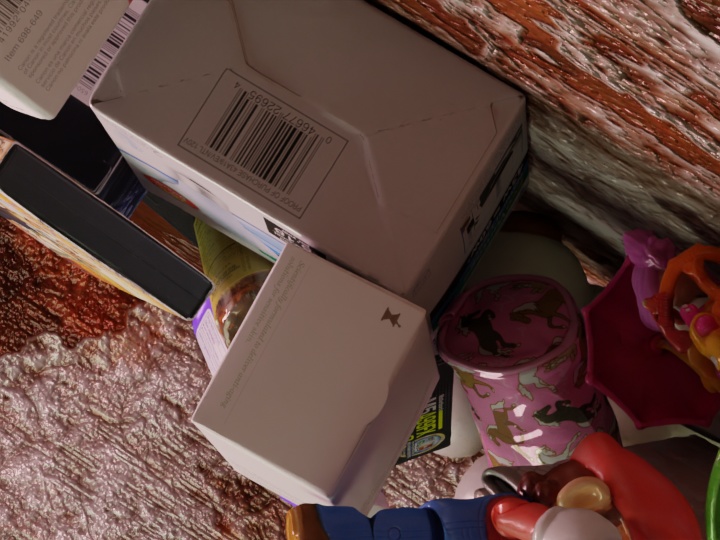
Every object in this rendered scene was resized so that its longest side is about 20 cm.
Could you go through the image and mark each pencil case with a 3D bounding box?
[{"bbox_3d":[0.101,0.092,1.511,0.083,0.086,0.200,-107,-1,-48],"label":"pencil case"}]

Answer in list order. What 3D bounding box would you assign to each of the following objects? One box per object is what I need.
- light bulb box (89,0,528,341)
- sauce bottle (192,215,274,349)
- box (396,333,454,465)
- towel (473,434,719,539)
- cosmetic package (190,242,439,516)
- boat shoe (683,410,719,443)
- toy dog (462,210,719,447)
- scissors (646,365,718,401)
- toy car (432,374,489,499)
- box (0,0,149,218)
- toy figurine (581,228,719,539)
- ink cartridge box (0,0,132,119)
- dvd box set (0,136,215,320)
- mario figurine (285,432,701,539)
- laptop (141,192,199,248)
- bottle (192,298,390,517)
[{"bbox_3d":[-0.021,-0.067,1.443,0.198,0.125,0.200,31,173,10],"label":"light bulb box"},{"bbox_3d":[-0.067,-0.027,1.614,0.066,0.066,0.200,37,-156,-32],"label":"sauce bottle"},{"bbox_3d":[0.000,0.000,1.622,0.160,0.044,0.201,86,163,-68],"label":"box"},{"bbox_3d":[0.186,0.149,1.406,0.190,0.032,0.200,-4,-150,-43],"label":"towel"},{"bbox_3d":[-0.018,0.066,1.404,0.085,0.108,0.200,28,171,9],"label":"cosmetic package"},{"bbox_3d":[0.226,0.072,1.501,0.199,0.066,0.072,25,177,15],"label":"boat shoe"},{"bbox_3d":[0.132,0.059,1.611,0.200,0.140,0.194,33,160,-2],"label":"toy dog"},{"bbox_3d":[0.236,0.068,1.456,0.200,0.073,0.014,30,146,26],"label":"scissors"},{"bbox_3d":[0.137,0.096,1.778,0.150,0.175,0.201,-44,65,46],"label":"toy car"},{"bbox_3d":[-0.154,-0.119,1.601,0.107,0.149,0.200,33,174,1],"label":"box"},{"bbox_3d":[0.179,0.041,1.372,0.184,0.150,0.200,40,159,49],"label":"toy figurine"},{"bbox_3d":[-0.198,-0.190,1.297,0.200,0.146,0.085,37,173,-33],"label":"ink cartridge box"},{"bbox_3d":[-0.177,-0.034,1.553,0.146,0.029,0.200,36,173,-24],"label":"dvd box set"},{"bbox_3d":[0.067,0.146,1.295,0.199,0.106,0.124,-7,-157,-2],"label":"mario figurine"},{"bbox_3d":[-0.052,-0.055,1.780,0.177,0.199,0.104,43,-155,-54],"label":"laptop"},{"bbox_3d":[-0.036,0.082,1.604,0.083,0.065,0.200,4,-139,-32],"label":"bottle"}]
